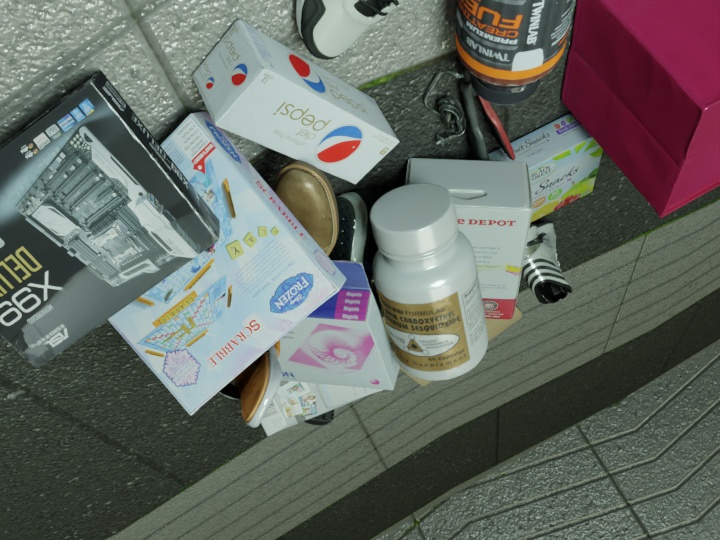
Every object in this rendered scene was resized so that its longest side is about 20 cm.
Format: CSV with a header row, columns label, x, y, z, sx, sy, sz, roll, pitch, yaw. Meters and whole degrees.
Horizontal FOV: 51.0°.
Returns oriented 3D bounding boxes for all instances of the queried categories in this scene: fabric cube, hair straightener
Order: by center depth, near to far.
label,x,y,z,sx,sy,sz,roll,pitch,yaw
fabric cube,0.364,-0.221,0.821,0.194,0.201,0.201,-28,152,-7
hair straightener,0.120,-0.162,0.850,0.076,0.041,0.200,-34,152,7

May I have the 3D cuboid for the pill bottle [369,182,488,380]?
label,x,y,z,sx,sy,sz,roll,pitch,yaw
pill bottle,0.073,0.013,0.829,0.113,0.115,0.202,-24,127,-11

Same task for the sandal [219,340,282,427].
label,x,y,z,sx,sy,sz,roll,pitch,yaw
sandal,-0.122,0.098,0.784,0.080,0.059,0.207,-60,-167,-1

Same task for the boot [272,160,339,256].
label,x,y,z,sx,sy,sz,roll,pitch,yaw
boot,-0.072,-0.012,0.736,0.076,0.073,0.202,-55,166,-47

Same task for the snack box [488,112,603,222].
label,x,y,z,sx,sy,sz,roll,pitch,yaw
snack box,0.223,-0.119,1.006,0.198,0.053,0.143,-27,151,-6

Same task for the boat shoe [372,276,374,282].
label,x,y,z,sx,sy,sz,roll,pitch,yaw
boat shoe,-0.019,0.023,0.993,0.198,0.063,0.073,-22,151,-16

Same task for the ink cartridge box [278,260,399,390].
label,x,y,z,sx,sy,sz,roll,pitch,yaw
ink cartridge box,-0.068,0.066,0.877,0.193,0.044,0.201,2,142,21

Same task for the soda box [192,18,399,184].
label,x,y,z,sx,sy,sz,roll,pitch,yaw
soda box,-0.052,-0.146,0.688,0.068,0.064,0.199,-41,150,23

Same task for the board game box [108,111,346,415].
label,x,y,z,sx,sy,sz,roll,pitch,yaw
board game box,-0.149,-0.003,0.696,0.199,0.200,0.041,-39,-176,18

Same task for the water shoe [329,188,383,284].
label,x,y,z,sx,sy,sz,roll,pitch,yaw
water shoe,0.000,0.000,0.911,0.078,0.071,0.203,-19,129,-38

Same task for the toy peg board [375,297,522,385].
label,x,y,z,sx,sy,sz,roll,pitch,yaw
toy peg board,0.111,0.050,1.158,0.199,0.098,0.199,-37,136,12

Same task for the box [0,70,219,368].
label,x,y,z,sx,sy,sz,roll,pitch,yaw
box,-0.240,-0.036,0.615,0.199,0.050,0.158,-33,116,6

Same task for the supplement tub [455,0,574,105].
label,x,y,z,sx,sy,sz,roll,pitch,yaw
supplement tub,0.138,-0.240,0.671,0.106,0.108,0.201,-25,151,-9

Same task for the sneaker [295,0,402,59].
label,x,y,z,sx,sy,sz,roll,pitch,yaw
sneaker,0.021,-0.240,0.590,0.073,0.081,0.200,2,140,-48

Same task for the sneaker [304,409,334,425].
label,x,y,z,sx,sy,sz,roll,pitch,yaw
sneaker,-0.061,0.133,1.140,0.069,0.090,0.203,6,121,0

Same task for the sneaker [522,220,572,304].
label,x,y,z,sx,sy,sz,roll,pitch,yaw
sneaker,0.266,-0.006,1.122,0.075,0.117,0.200,-28,174,23

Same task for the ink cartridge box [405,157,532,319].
label,x,y,z,sx,sy,sz,roll,pitch,yaw
ink cartridge box,0.126,-0.035,0.924,0.143,0.084,0.202,3,139,5

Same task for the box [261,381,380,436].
label,x,y,z,sx,sy,sz,roll,pitch,yaw
box,-0.066,0.130,1.050,0.197,0.041,0.157,-21,123,0
